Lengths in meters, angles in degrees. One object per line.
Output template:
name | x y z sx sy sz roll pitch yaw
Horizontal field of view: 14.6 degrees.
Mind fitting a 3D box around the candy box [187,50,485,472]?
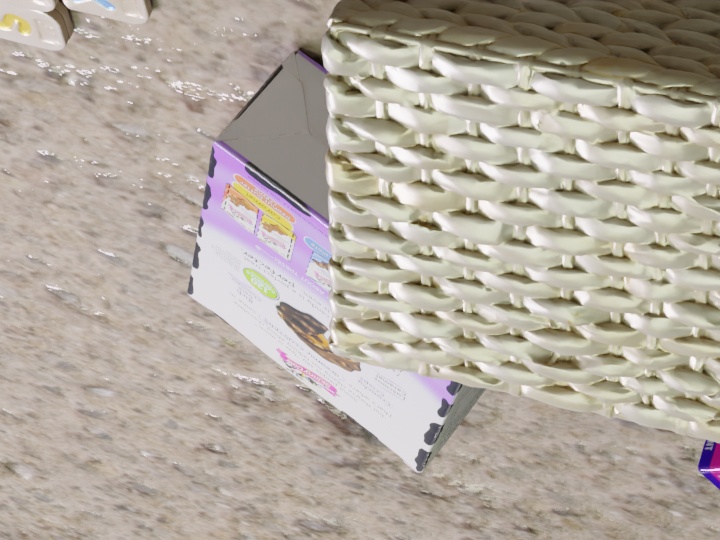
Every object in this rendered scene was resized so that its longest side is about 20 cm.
candy box | 0.000 0.000 1.463 0.167 0.072 0.200 37 157 8

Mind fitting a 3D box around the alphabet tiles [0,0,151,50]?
alphabet tiles | -0.201 -0.172 1.381 0.194 0.015 0.200 15 156 11

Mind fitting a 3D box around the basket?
basket | 0.098 -0.057 1.155 0.199 0.161 0.199 12 134 14

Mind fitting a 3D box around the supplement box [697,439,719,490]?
supplement box | 0.288 0.079 1.430 0.199 0.102 0.103 -5 145 42
